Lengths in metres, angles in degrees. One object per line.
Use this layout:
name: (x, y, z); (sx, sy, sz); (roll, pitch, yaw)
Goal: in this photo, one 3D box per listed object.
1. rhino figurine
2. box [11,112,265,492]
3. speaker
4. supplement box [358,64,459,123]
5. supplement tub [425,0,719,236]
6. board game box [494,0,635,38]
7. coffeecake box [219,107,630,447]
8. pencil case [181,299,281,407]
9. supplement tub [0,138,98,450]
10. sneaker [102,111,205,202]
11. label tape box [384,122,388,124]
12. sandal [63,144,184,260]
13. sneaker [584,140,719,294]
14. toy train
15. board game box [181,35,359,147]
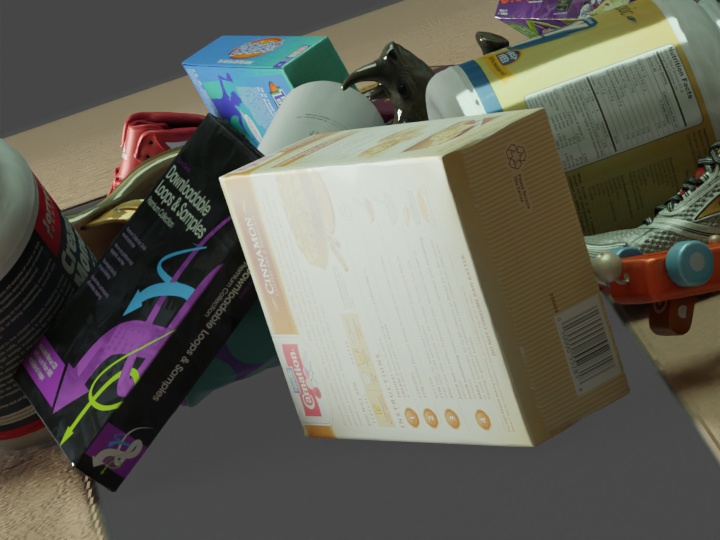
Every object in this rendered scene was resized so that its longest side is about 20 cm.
rhino figurine: (0.085, -0.102, 1.730); (0.199, 0.088, 0.060); (7, 17, -12)
box: (-0.114, 0.014, 1.572); (0.200, 0.036, 0.143); (-52, 28, 2)
speaker: (-0.044, -0.042, 1.799); (0.081, 0.081, 0.200); (-13, 30, 25)
supplement box: (0.052, -0.096, 2.021); (0.110, 0.086, 0.200); (-24, 12, -22)
supplement tub: (0.153, -0.081, 1.640); (0.199, 0.145, 0.145); (-20, 12, -4)
board game box: (0.195, -0.137, 1.792); (0.120, 0.032, 0.200); (1, -18, 44)
coffeecake box: (0.029, 0.006, 1.416); (0.073, 0.154, 0.200); (-26, 14, -34)
pencil case: (-0.029, 0.010, 1.661); (0.199, 0.085, 0.092); (-20, -22, -7)
supplement tub: (-0.239, 0.004, 1.668); (0.140, 0.200, 0.141); (-14, 49, 17)
sneaker: (-0.182, -0.050, 2.037); (0.200, 0.116, 0.078); (-34, 35, -19)
label tape box: (0.131, -0.090, 1.860); (0.199, 0.064, 0.144); (-17, 14, -19)
sandal: (-0.161, -0.021, 1.893); (0.199, 0.081, 0.054); (-25, 27, -21)
sneaker: (0.204, -0.041, 1.532); (0.199, 0.082, 0.078); (-20, 11, -1)
toy train: (0.214, 0.006, 1.322); (0.150, 0.056, 0.200); (-9, 2, -33)
board game box: (-0.042, -0.096, 1.988); (0.045, 0.152, 0.200); (-35, 18, -17)
